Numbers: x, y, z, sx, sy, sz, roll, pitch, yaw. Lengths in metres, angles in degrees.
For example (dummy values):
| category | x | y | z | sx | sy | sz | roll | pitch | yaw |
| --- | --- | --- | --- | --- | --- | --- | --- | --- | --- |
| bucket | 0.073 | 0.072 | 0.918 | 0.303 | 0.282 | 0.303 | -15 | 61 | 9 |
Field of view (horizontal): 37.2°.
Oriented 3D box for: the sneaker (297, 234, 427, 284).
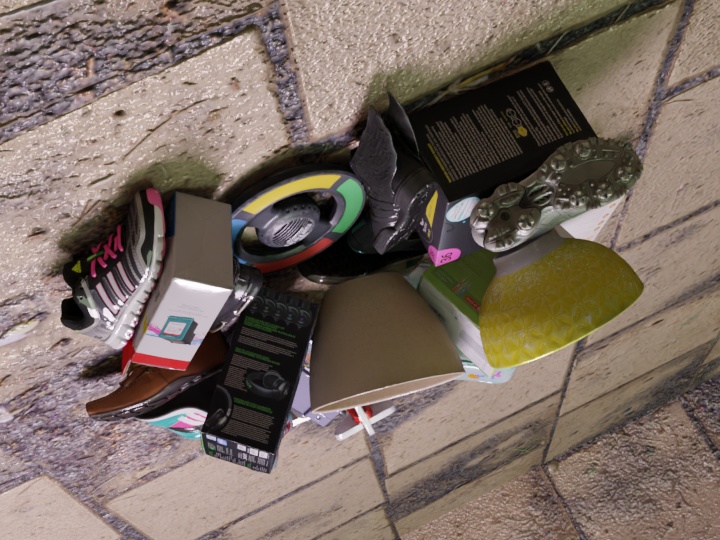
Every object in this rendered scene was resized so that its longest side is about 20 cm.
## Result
| category | x | y | z | sx | sy | sz | roll | pitch | yaw |
| --- | --- | --- | --- | --- | --- | --- | --- | --- | --- |
| sneaker | 0.000 | 0.000 | 1.398 | 0.198 | 0.071 | 0.094 | -14 | 147 | -34 |

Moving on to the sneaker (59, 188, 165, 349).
| category | x | y | z | sx | sy | sz | roll | pitch | yaw |
| --- | --- | --- | --- | --- | --- | --- | --- | --- | --- |
| sneaker | -0.261 | -0.002 | 1.110 | 0.087 | 0.074 | 0.201 | 11 | 127 | -24 |

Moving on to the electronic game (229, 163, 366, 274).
| category | x | y | z | sx | sy | sz | roll | pitch | yaw |
| --- | --- | --- | --- | --- | --- | --- | --- | --- | --- |
| electronic game | -0.083 | -0.056 | 1.236 | 0.198 | 0.042 | 0.201 | -24 | 156 | -11 |

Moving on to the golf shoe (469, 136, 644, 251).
| category | x | y | z | sx | sy | sz | roll | pitch | yaw |
| --- | --- | --- | --- | --- | --- | --- | --- | --- | --- |
| golf shoe | 0.210 | -0.082 | 1.175 | 0.198 | 0.079 | 0.097 | -23 | 171 | 0 |

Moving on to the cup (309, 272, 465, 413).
| category | x | y | z | sx | sy | sz | roll | pitch | yaw |
| --- | --- | --- | --- | --- | --- | --- | --- | --- | --- |
| cup | 0.020 | 0.085 | 1.343 | 0.198 | 0.145 | 0.200 | -13 | 169 | -2 |

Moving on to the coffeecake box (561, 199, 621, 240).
| category | x | y | z | sx | sy | sz | roll | pitch | yaw |
| --- | --- | --- | --- | --- | --- | --- | --- | --- | --- |
| coffeecake box | 0.274 | -0.068 | 1.554 | 0.152 | 0.074 | 0.201 | -18 | 154 | -23 |

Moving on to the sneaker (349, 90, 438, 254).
| category | x | y | z | sx | sy | sz | roll | pitch | yaw |
| --- | --- | --- | --- | --- | --- | --- | --- | --- | --- |
| sneaker | 0.029 | -0.102 | 1.188 | 0.060 | 0.104 | 0.200 | -35 | 169 | -24 |

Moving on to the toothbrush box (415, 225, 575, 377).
| category | x | y | z | sx | sy | sz | roll | pitch | yaw |
| --- | --- | --- | --- | --- | --- | --- | --- | --- | --- |
| toothbrush box | 0.186 | 0.014 | 1.392 | 0.200 | 0.145 | 0.086 | -41 | 164 | -25 |

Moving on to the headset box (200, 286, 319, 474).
| category | x | y | z | sx | sy | sz | roll | pitch | yaw |
| --- | --- | --- | --- | --- | --- | --- | --- | --- | --- |
| headset box | -0.121 | 0.130 | 1.314 | 0.092 | 0.202 | 0.174 | 17 | 162 | -1 |

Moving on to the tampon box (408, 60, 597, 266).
| category | x | y | z | sx | sy | sz | roll | pitch | yaw |
| --- | --- | --- | --- | --- | --- | --- | --- | --- | --- |
| tampon box | 0.154 | -0.121 | 1.252 | 0.198 | 0.127 | 0.150 | -22 | 155 | -12 |

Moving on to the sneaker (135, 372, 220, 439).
| category | x | y | z | sx | sy | sz | roll | pitch | yaw |
| --- | --- | --- | --- | --- | --- | --- | --- | --- | --- |
| sneaker | -0.211 | 0.187 | 1.493 | 0.197 | 0.085 | 0.121 | -6 | 162 | 14 |

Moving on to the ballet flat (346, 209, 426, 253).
| category | x | y | z | sx | sy | sz | roll | pitch | yaw |
| --- | --- | --- | --- | --- | --- | --- | --- | --- | --- |
| ballet flat | 0.075 | -0.061 | 1.366 | 0.198 | 0.074 | 0.073 | -7 | 149 | -34 |

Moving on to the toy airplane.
| category | x | y | z | sx | sy | sz | roll | pitch | yaw |
| --- | --- | --- | --- | --- | --- | --- | --- | --- | --- |
| toy airplane | -0.021 | 0.169 | 1.629 | 0.198 | 0.142 | 0.200 | -16 | -166 | 43 |

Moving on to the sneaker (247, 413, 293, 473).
| category | x | y | z | sx | sy | sz | roll | pitch | yaw |
| --- | --- | --- | --- | --- | --- | --- | --- | --- | --- |
| sneaker | -0.129 | 0.212 | 1.519 | 0.095 | 0.201 | 0.080 | 27 | 114 | -28 |

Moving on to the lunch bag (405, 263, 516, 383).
| category | x | y | z | sx | sy | sz | roll | pitch | yaw |
| --- | --- | --- | --- | --- | --- | --- | --- | --- | --- |
| lunch bag | 0.133 | 0.072 | 1.536 | 0.197 | 0.162 | 0.077 | 7 | 156 | -1 |

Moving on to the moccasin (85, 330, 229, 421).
| category | x | y | z | sx | sy | sz | roll | pitch | yaw |
| --- | --- | --- | --- | --- | --- | --- | --- | --- | --- |
| moccasin | -0.265 | 0.131 | 1.389 | 0.200 | 0.078 | 0.074 | -30 | 172 | -6 |

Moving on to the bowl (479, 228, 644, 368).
| category | x | y | z | sx | sy | sz | roll | pitch | yaw |
| --- | --- | --- | --- | --- | --- | --- | --- | --- | --- |
| bowl | 0.209 | 0.016 | 1.218 | 0.199 | 0.108 | 0.200 | -30 | -176 | 2 |

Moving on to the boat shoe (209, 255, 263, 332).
| category | x | y | z | sx | sy | sz | roll | pitch | yaw |
| --- | --- | --- | --- | --- | --- | --- | --- | --- | --- |
| boat shoe | -0.170 | 0.037 | 1.249 | 0.060 | 0.075 | 0.200 | 14 | 150 | -20 |

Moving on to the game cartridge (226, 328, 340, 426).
| category | x | y | z | sx | sy | sz | roll | pitch | yaw |
| --- | --- | --- | --- | --- | --- | --- | --- | --- | --- |
| game cartridge | -0.088 | 0.131 | 1.481 | 0.199 | 0.039 | 0.129 | 34 | 127 | -22 |

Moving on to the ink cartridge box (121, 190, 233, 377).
| category | x | y | z | sx | sy | sz | roll | pitch | yaw |
| --- | --- | --- | --- | --- | --- | --- | --- | --- | --- |
| ink cartridge box | -0.202 | 0.025 | 1.161 | 0.067 | 0.117 | 0.200 | 12 | 140 | -23 |
